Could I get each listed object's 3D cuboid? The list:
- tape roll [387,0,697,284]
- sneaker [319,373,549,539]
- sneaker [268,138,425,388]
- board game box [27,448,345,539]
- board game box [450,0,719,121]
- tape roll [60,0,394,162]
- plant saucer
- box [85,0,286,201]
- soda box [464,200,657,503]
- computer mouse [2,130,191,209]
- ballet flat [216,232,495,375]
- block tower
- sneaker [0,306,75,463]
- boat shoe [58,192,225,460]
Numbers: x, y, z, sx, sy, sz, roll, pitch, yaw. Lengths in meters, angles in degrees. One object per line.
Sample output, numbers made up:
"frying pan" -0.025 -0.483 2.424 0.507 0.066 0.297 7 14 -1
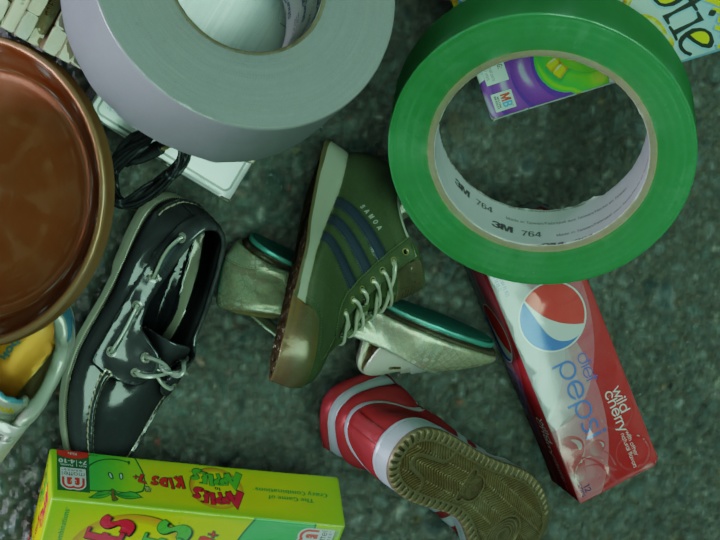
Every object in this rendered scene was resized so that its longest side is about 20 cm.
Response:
"tape roll" 0.118 -0.087 1.541 0.199 0.048 0.201 2 123 3
"sneaker" 0.049 0.135 1.666 0.071 0.112 0.200 -53 137 -3
"sneaker" 0.000 0.000 1.566 0.089 0.201 0.067 16 139 -6
"board game box" -0.120 0.182 1.610 0.199 0.048 0.102 7 131 -15
"board game box" 0.170 -0.186 1.576 0.199 0.105 0.103 -16 104 15
"tape roll" -0.081 -0.171 1.470 0.199 0.066 0.201 7 71 -21
"plant saucer" -0.246 -0.051 1.526 0.199 0.032 0.202 0 90 21
"box" -0.088 -0.161 1.577 0.116 0.060 0.201 30 91 -16
"soda box" 0.138 0.057 1.668 0.070 0.063 0.201 -26 104 -9
"computer mouse" -0.193 -0.054 1.542 0.199 0.034 0.059 -14 90 23
"ballet flat" -0.006 0.037 1.633 0.199 0.067 0.063 24 99 -7
"block tower" -0.140 -0.136 1.509 0.199 0.058 0.054 28 92 -16
"sneaker" -0.257 0.097 1.569 0.076 0.081 0.201 28 93 -18
"boat shoe" -0.143 0.049 1.587 0.072 0.063 0.201 17 93 -44
